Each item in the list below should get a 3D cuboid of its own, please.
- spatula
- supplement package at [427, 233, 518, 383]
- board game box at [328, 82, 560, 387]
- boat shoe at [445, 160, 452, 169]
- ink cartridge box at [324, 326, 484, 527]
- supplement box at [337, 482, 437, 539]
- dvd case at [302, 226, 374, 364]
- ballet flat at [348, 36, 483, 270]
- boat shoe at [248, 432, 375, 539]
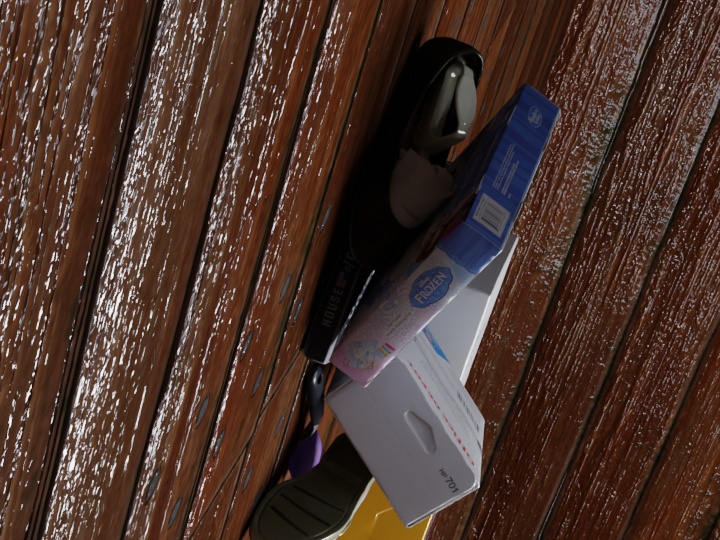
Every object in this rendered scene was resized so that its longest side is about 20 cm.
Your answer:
[{"bbox_3d":[-0.045,0.140,1.656,0.057,0.020,0.201,-60,170,-32],"label":"spatula"},{"bbox_3d":[0.067,0.050,1.861,0.120,0.120,0.201,-59,168,-54],"label":"supplement package"},{"bbox_3d":[0.069,-0.029,1.475,0.199,0.043,0.201,-49,-171,40],"label":"board game box"},{"bbox_3d":[0.074,-0.057,1.729,0.201,0.072,0.073,-74,180,-55],"label":"boat shoe"},{"bbox_3d":[0.046,0.130,1.693,0.085,0.147,0.200,-30,-172,12],"label":"ink cartridge box"},{"bbox_3d":[0.027,0.325,2.381,0.200,0.132,0.199,-33,144,-79],"label":"supplement box"},{"bbox_3d":[0.000,0.000,1.567,0.200,0.025,0.152,-20,131,-83],"label":"dvd case"},{"bbox_3d":[0.048,-0.095,1.437,0.068,0.068,0.202,28,75,-40],"label":"ballet flat"},{"bbox_3d":[-0.042,0.222,1.647,0.200,0.074,0.069,-34,153,-55],"label":"boat shoe"}]
